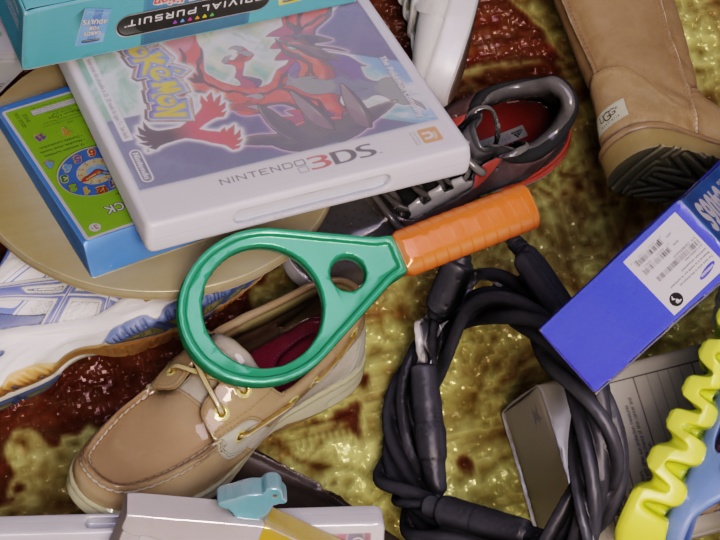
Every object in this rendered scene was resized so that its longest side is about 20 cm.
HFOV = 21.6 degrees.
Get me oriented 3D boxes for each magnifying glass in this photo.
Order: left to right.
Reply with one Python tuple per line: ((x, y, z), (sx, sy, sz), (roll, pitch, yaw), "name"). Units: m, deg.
((0.000, 0.000, 0.970), (0.199, 0.022, 0.080), (-21, 80, -13), "magnifying glass")

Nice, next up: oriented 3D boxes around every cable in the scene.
((0.067, 0.085, 0.978), (0.051, 0.164, 0.201), (17, 30, -37), "cable")

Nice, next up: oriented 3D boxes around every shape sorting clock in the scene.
((-0.112, -0.058, 1.030), (0.198, 0.039, 0.201), (2, 43, -2), "shape sorting clock")

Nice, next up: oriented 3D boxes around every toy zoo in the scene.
((-0.075, 0.184, 0.934), (0.130, 0.021, 0.201), (17, 117, -15), "toy zoo")

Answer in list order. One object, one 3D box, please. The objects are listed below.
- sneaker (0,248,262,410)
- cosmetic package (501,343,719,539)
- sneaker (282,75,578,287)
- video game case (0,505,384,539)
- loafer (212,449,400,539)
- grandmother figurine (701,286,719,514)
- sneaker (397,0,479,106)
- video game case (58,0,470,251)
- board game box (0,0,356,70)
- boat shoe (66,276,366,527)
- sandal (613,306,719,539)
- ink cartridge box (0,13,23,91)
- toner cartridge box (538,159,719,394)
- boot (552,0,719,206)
((-0.150, 0.007, 1.019), (0.199, 0.075, 0.089), (-21, 79, -15), "sneaker")
((0.192, 0.095, 1.049), (0.198, 0.087, 0.104), (-11, 78, -14), "cosmetic package")
((0.039, -0.060, 1.066), (0.199, 0.082, 0.077), (-34, 83, -17), "sneaker")
((-0.089, 0.184, 0.955), (0.198, 0.018, 0.144), (-1, 120, -5), "video game case")
((-0.033, 0.139, 1.005), (0.199, 0.071, 0.073), (25, 72, -3), "loafer")
((0.228, 0.095, 0.980), (0.120, 0.061, 0.202), (-9, 79, -22), "grandmother figurine")
((0.032, -0.182, 1.103), (0.084, 0.073, 0.201), (9, 57, -2), "sneaker")
((-0.062, -0.101, 1.033), (0.181, 0.023, 0.201), (-15, 46, -18), "video game case")
((-0.117, -0.199, 1.059), (0.198, 0.047, 0.152), (-14, 58, -21), "board game box")
((-0.072, 0.061, 0.989), (0.074, 0.067, 0.200), (35, 46, 23), "boat shoe")
((0.202, 0.064, 0.930), (0.087, 0.079, 0.201), (25, 96, 16), "sandal")
((-0.292, -0.161, 0.981), (0.084, 0.175, 0.200), (-41, 83, 19), "ink cartridge box")
((0.158, -0.006, 0.955), (0.095, 0.200, 0.043), (-43, 85, 22), "toner cartridge box")
((0.183, -0.131, 1.113), (0.174, 0.066, 0.201), (18, 49, -42), "boot")
